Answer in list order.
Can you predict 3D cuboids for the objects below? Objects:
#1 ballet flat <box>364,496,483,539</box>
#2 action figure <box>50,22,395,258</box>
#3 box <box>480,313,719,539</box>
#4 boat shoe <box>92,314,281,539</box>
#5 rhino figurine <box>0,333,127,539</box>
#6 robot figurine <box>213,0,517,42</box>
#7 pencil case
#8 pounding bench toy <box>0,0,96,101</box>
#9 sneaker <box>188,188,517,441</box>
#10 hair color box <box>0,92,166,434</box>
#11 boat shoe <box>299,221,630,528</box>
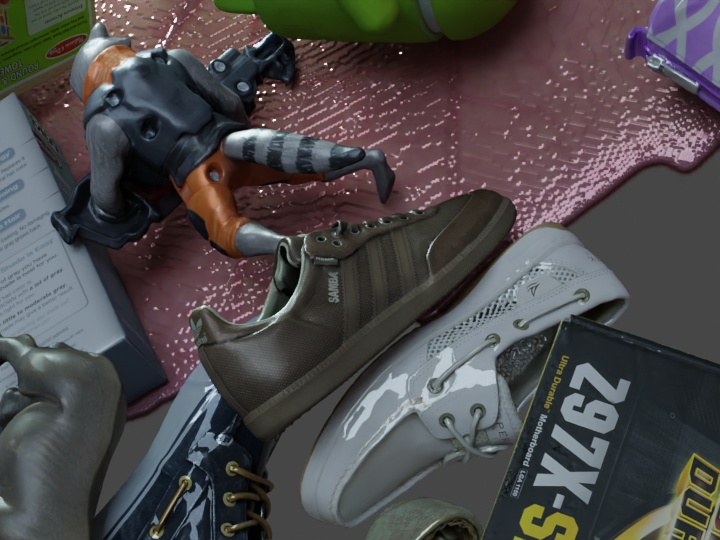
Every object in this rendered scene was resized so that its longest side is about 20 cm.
[{"bbox_3d":[0.006,0.198,0.844,0.062,0.067,0.201,-12,53,53],"label":"ballet flat"},{"bbox_3d":[-0.075,-0.087,1.002,0.193,0.105,0.200,28,57,14],"label":"action figure"},{"bbox_3d":[0.135,0.138,0.822,0.159,0.049,0.201,19,70,13],"label":"box"},{"bbox_3d":[-0.069,0.122,0.924,0.091,0.071,0.201,34,86,32],"label":"boat shoe"},{"bbox_3d":[-0.169,0.128,0.898,0.087,0.060,0.201,-1,66,27],"label":"rhino figurine"},{"bbox_3d":[0.010,-0.190,1.030,0.199,0.116,0.176,4,32,19],"label":"robot figurine"},{"bbox_3d":[0.228,-0.087,0.910,0.085,0.084,0.200,-31,53,-22],"label":"pencil case"},{"bbox_3d":[-0.240,-0.208,1.133,0.156,0.125,0.200,28,45,32],"label":"pounding bench toy"},{"bbox_3d":[0.000,0.000,0.903,0.076,0.070,0.200,50,55,0],"label":"sneaker"},{"bbox_3d":[-0.199,0.003,1.041,0.099,0.061,0.201,-31,57,3],"label":"hair color box"},{"bbox_3d":[0.055,0.062,0.903,0.200,0.071,0.069,-45,56,-8],"label":"boat shoe"}]
